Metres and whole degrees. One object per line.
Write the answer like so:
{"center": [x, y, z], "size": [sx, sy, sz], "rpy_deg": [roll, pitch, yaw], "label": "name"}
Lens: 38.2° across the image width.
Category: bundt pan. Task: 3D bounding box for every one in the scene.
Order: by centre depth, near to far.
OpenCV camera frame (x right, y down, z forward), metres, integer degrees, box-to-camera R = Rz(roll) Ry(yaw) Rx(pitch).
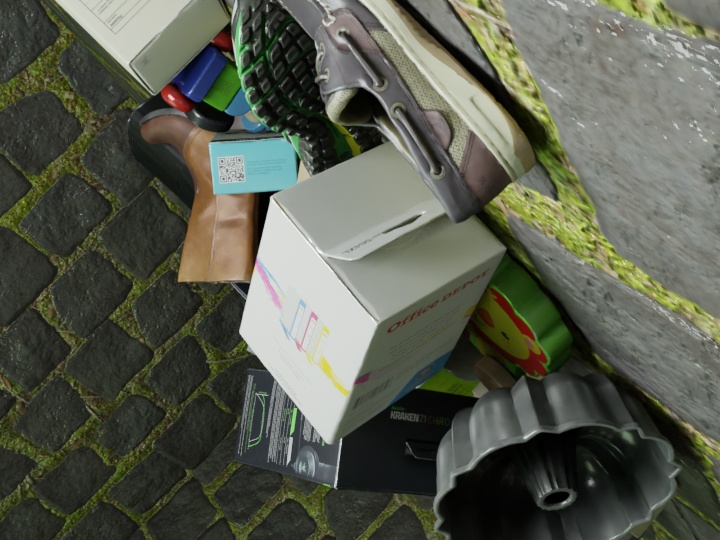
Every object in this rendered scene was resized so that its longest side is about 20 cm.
{"center": [0.150, 0.153, 0.841], "size": [0.202, 0.201, 0.076], "rpy_deg": [50, -159, -43], "label": "bundt pan"}

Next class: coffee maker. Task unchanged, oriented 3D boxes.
{"center": [-0.204, -0.131, 1.316], "size": [0.200, 0.192, 0.135], "rpy_deg": [42, 133, 17], "label": "coffee maker"}

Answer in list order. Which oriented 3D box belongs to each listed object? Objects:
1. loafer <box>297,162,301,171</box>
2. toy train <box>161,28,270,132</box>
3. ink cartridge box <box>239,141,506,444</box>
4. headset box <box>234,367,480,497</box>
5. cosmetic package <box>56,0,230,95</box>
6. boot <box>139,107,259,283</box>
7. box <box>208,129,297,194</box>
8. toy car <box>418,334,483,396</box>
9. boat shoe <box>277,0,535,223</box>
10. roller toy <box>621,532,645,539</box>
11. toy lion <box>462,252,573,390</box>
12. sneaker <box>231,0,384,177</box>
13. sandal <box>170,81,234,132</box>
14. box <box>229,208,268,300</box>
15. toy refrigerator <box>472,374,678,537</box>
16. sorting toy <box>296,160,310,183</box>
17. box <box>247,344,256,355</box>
{"center": [-0.047, -0.091, 1.080], "size": [0.063, 0.072, 0.200], "rpy_deg": [52, 177, -2], "label": "loafer"}
{"center": [-0.159, -0.211, 1.038], "size": [0.115, 0.085, 0.200], "rpy_deg": [27, -166, -44], "label": "toy train"}
{"center": [0.006, 0.009, 0.781], "size": [0.125, 0.128, 0.201], "rpy_deg": [48, 146, 21], "label": "ink cartridge box"}
{"center": [0.008, 0.149, 0.956], "size": [0.173, 0.094, 0.199], "rpy_deg": [13, 171, -33], "label": "headset box"}
{"center": [-0.222, -0.263, 0.924], "size": [0.200, 0.105, 0.071], "rpy_deg": [45, 176, 15], "label": "cosmetic package"}
{"center": [-0.190, -0.085, 1.223], "size": [0.187, 0.202, 0.068], "rpy_deg": [6, -179, 21], "label": "boot"}
{"center": [-0.107, -0.115, 1.052], "size": [0.200, 0.082, 0.050], "rpy_deg": [-116, 22, -78], "label": "box"}
{"center": [0.048, 0.068, 1.137], "size": [0.199, 0.175, 0.151], "rpy_deg": [23, -135, -16], "label": "toy car"}
{"center": [0.006, -0.107, 0.567], "size": [0.200, 0.065, 0.072], "rpy_deg": [45, 176, 15], "label": "boat shoe"}
{"center": [0.238, 0.272, 1.217], "size": [0.200, 0.140, 0.182], "rpy_deg": [44, -175, -9], "label": "roller toy"}
{"center": [0.096, 0.019, 0.883], "size": [0.200, 0.069, 0.192], "rpy_deg": [43, 167, 24], "label": "toy lion"}
{"center": [-0.049, -0.133, 0.727], "size": [0.085, 0.078, 0.200], "rpy_deg": [52, 174, 27], "label": "sneaker"}
{"center": [-0.198, -0.212, 1.095], "size": [0.075, 0.045, 0.201], "rpy_deg": [-4, -125, -44], "label": "sandal"}
{"center": [-0.053, 0.014, 1.339], "size": [0.148, 0.105, 0.199], "rpy_deg": [42, -164, 30], "label": "box"}
{"center": [0.208, 0.162, 1.016], "size": [0.200, 0.070, 0.076], "rpy_deg": [41, 180, 41], "label": "toy refrigerator"}
{"center": [0.000, 0.000, 0.959], "size": [0.186, 0.036, 0.200], "rpy_deg": [52, 156, 12], "label": "sorting toy"}
{"center": [-0.032, 0.043, 1.197], "size": [0.041, 0.157, 0.200], "rpy_deg": [23, 179, 31], "label": "box"}
